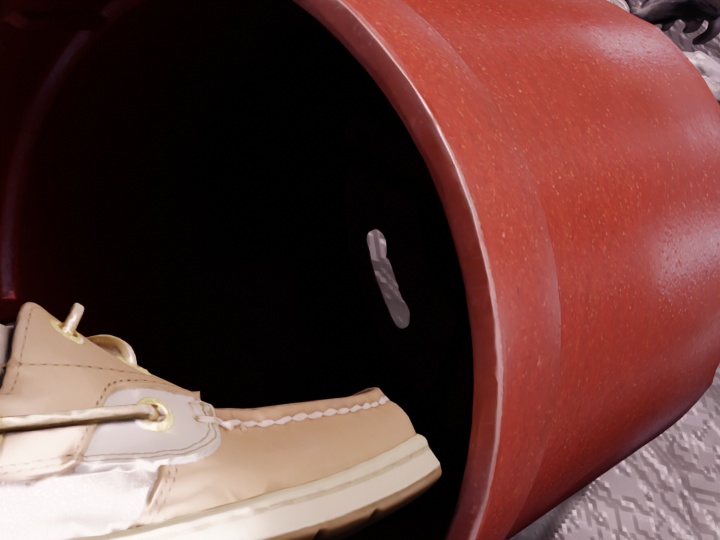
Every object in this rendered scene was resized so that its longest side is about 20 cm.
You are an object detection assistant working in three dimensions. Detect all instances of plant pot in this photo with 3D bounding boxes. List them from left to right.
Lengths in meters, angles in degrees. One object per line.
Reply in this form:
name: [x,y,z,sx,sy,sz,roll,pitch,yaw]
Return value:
plant pot: [0.000,0.000,0.687,0.195,0.201,0.201,-16,71,-55]

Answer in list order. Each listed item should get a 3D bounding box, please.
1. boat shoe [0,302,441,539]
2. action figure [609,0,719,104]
boat shoe: [-0.067,0.041,0.503,0.199,0.074,0.067,-10,75,-43]
action figure: [0.110,-0.071,0.895,0.200,0.102,0.119,39,53,-15]
